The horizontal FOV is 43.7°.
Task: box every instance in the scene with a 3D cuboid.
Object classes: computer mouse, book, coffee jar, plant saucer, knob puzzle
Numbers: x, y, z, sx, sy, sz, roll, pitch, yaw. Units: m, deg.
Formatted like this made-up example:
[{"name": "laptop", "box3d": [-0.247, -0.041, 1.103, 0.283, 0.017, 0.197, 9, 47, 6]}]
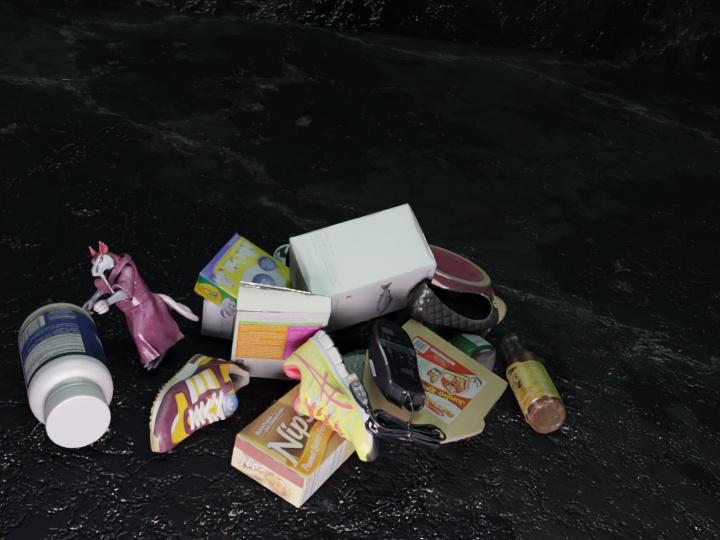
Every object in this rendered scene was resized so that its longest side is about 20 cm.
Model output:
[{"name": "computer mouse", "box3d": [0.026, 0.147, 1.181, 0.139, 0.046, 0.202, 17, 40, -37]}, {"name": "book", "box3d": [-0.119, 0.099, 1.303, 0.131, 0.201, 0.049, 6, 54, -8]}, {"name": "coffee jar", "box3d": [0.120, 0.116, 1.442, 0.084, 0.106, 0.199, -3, 30, -40]}, {"name": "plant saucer", "box3d": [0.142, 0.010, 1.512, 0.197, 0.052, 0.201, 20, 18, -7]}, {"name": "knob puzzle", "box3d": [0.085, 0.172, 1.248, 0.215, 0.031, 0.222, 9, 41, -8]}]

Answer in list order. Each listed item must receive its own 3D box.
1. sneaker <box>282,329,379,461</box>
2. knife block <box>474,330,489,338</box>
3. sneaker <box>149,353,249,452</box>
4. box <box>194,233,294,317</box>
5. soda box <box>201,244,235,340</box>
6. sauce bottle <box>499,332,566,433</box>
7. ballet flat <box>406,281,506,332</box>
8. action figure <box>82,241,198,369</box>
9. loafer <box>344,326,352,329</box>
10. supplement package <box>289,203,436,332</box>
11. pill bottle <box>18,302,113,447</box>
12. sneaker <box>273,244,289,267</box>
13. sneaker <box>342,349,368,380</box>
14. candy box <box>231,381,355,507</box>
[{"name": "sneaker", "box3d": [-0.042, 0.180, 1.208, 0.089, 0.079, 0.201, -26, 53, -10]}, {"name": "knife block", "box3d": [0.141, 0.070, 1.572, 0.173, 0.065, 0.200, 19, 31, 17]}, {"name": "sneaker", "box3d": [-0.220, 0.183, 1.243, 0.088, 0.076, 0.201, 10, 30, 10]}, {"name": "box", "box3d": [-0.149, 0.039, 1.415, 0.198, 0.049, 0.118, 34, 46, 2]}, {"name": "soda box", "box3d": [-0.217, 0.032, 1.513, 0.062, 0.069, 0.201, 10, 29, -2]}, {"name": "sauce bottle", "box3d": [0.269, 0.174, 1.436, 0.065, 0.067, 0.201, 4, 27, -11]}, {"name": "ballet flat", "box3d": [0.156, 0.054, 1.378, 0.197, 0.057, 0.067, 5, 50, -37]}, {"name": "action figure", "box3d": [-0.330, 0.038, 1.328, 0.148, 0.203, 0.133, -34, 28, -23]}, {"name": "loafer", "box3d": [0.003, 0.037, 1.584, 0.062, 0.073, 0.199, 19, 32, 30]}, {"name": "supplement package", "box3d": [0.000, 0.000, 1.369, 0.196, 0.118, 0.119, -17, 62, -13]}, {"name": "pill bottle", "box3d": [-0.397, 0.142, 1.216, 0.109, 0.113, 0.200, -5, 33, -25]}, {"name": "sneaker", "box3d": [-0.058, -0.015, 1.591, 0.195, 0.081, 0.130, 7, 3, -4]}, {"name": "sneaker", "box3d": [0.050, 0.184, 1.315, 0.197, 0.088, 0.075, 23, 44, 8]}, {"name": "candy box", "box3d": [-0.072, 0.225, 1.236, 0.114, 0.056, 0.199, 26, 33, 21]}]
